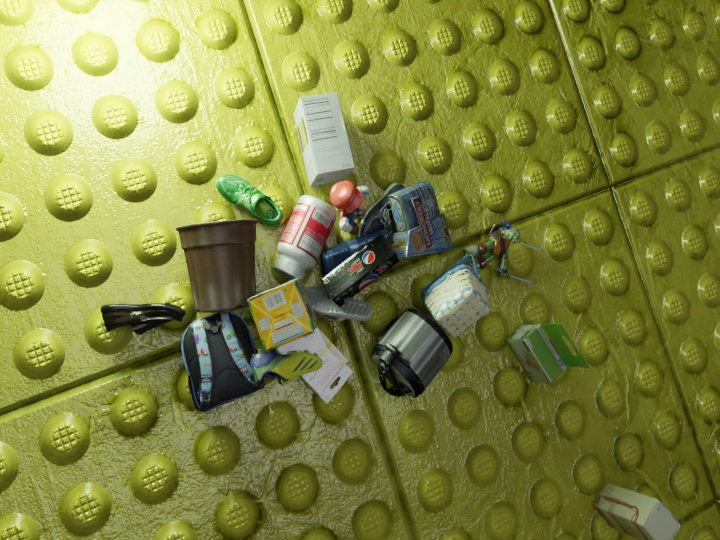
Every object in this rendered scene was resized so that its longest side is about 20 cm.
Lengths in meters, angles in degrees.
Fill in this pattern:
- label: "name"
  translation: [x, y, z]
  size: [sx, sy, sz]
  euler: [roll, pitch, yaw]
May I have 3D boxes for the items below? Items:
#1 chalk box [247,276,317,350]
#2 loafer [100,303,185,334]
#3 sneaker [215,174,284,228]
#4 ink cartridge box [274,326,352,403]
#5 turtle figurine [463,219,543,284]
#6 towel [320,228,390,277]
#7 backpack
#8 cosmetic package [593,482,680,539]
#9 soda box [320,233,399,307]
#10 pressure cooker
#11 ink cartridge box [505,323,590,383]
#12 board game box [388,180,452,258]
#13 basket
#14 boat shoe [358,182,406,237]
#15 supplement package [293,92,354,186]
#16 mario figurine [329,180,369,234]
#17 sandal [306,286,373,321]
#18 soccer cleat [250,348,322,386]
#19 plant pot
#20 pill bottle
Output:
- label: "chalk box"
  translation: [-0.178, 0.098, 1.355]
  size: [0.121, 0.200, 0.128]
  euler: [-21, 92, 1]
- label: "loafer"
  translation: [-0.515, 0.116, 1.354]
  size: [0.192, 0.073, 0.074]
  euler: [0, 88, -8]
- label: "sneaker"
  translation: [-0.275, -0.185, 1.449]
  size: [0.196, 0.083, 0.076]
  euler: [32, 76, -9]
- label: "ink cartridge box"
  translation: [-0.112, 0.231, 1.452]
  size: [0.200, 0.067, 0.117]
  euler: [46, 74, -6]
- label: "turtle figurine"
  translation: [0.394, -0.038, 1.590]
  size: [0.188, 0.144, 0.205]
  euler: [-23, 78, -10]
- label: "towel"
  translation: [-0.012, -0.037, 1.500]
  size: [0.194, 0.114, 0.049]
  euler: [-20, 44, -15]
- label: "backpack"
  translation: [-0.334, 0.209, 1.356]
  size: [0.177, 0.134, 0.207]
  euler: [-18, 89, -17]
- label: "cosmetic package"
  translation: [0.762, 0.679, 1.580]
  size: [0.087, 0.200, 0.104]
  euler: [-44, 95, -17]
- label: "soda box"
  translation: [0.000, 0.000, 1.445]
  size: [0.197, 0.063, 0.072]
  euler: [-37, 64, 2]
- label: "pressure cooker"
  translation: [0.121, 0.224, 1.464]
  size: [0.176, 0.178, 0.201]
  euler: [45, 73, -9]
- label: "ink cartridge box"
  translation: [0.510, 0.227, 1.564]
  size: [0.075, 0.200, 0.150]
  euler: [-35, 92, -16]
- label: "board game box"
  translation: [0.148, -0.117, 1.515]
  size: [0.197, 0.060, 0.207]
  euler: [-28, 106, -42]
- label: "basket"
  translation: [0.245, 0.064, 1.489]
  size: [0.175, 0.203, 0.138]
  euler: [-38, 123, 20]
- label: "boat shoe"
  translation: [0.069, -0.150, 1.547]
  size: [0.201, 0.061, 0.076]
  euler: [-50, 140, -20]
- label: "supplement package"
  translation: [-0.099, -0.345, 1.505]
  size: [0.106, 0.114, 0.208]
  euler: [-12, 85, -18]
- label: "mario figurine"
  translation: [-0.014, -0.157, 1.453]
  size: [0.102, 0.200, 0.128]
  euler: [-18, 76, 1]
- label: "sandal"
  translation: [-0.065, 0.101, 1.488]
  size: [0.195, 0.051, 0.084]
  euler: [16, 42, -2]
- label: "soccer cleat"
  translation: [-0.171, 0.234, 1.339]
  size: [0.195, 0.064, 0.086]
  euler: [10, 55, -40]
- label: "plant pot"
  translation: [-0.333, -0.010, 1.365]
  size: [0.193, 0.200, 0.207]
  euler: [-6, 93, -16]
- label: "pill bottle"
  translation: [-0.146, -0.078, 1.458]
  size: [0.110, 0.112, 0.205]
  euler: [27, 77, -11]
